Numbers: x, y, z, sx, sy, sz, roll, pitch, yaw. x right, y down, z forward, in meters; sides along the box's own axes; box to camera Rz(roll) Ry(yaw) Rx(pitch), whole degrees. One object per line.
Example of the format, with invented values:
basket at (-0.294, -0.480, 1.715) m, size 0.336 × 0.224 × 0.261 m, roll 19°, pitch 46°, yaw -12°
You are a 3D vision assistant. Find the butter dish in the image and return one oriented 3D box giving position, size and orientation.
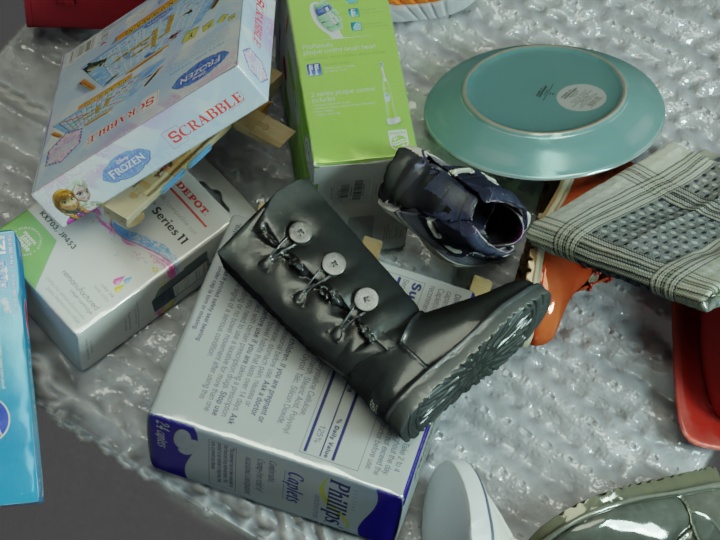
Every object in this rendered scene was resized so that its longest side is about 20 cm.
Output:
butter dish at (0.349, 0.031, 1.591) m, size 0.198 × 0.148 × 0.201 m, roll 5°, pitch 61°, yaw -3°

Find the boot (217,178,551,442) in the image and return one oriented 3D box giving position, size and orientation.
boot at (0.017, 0.006, 1.513) m, size 0.165 × 0.066 × 0.200 m, roll -37°, pitch 65°, yaw -24°

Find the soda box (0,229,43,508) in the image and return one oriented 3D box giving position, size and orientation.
soda box at (-0.277, 0.075, 1.527) m, size 0.067 × 0.064 × 0.201 m, roll -6°, pitch 83°, yaw -6°

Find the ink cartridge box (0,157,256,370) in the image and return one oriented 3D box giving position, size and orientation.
ink cartridge box at (-0.178, -0.029, 1.628) m, size 0.200 × 0.067 × 0.117 m, roll -37°, pitch 69°, yaw -22°

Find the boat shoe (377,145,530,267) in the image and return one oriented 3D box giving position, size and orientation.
boat shoe at (0.094, -0.032, 1.579) m, size 0.092 × 0.200 × 0.075 m, roll 27°, pitch 93°, yaw 31°

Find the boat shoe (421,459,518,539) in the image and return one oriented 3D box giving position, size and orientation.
boat shoe at (0.100, 0.233, 1.515) m, size 0.070 × 0.071 × 0.201 m, roll 7°, pitch 53°, yaw -32°

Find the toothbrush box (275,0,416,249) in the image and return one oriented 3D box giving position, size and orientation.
toothbrush box at (-0.014, -0.134, 1.654) m, size 0.086 × 0.146 × 0.201 m, roll -5°, pitch 62°, yaw -7°

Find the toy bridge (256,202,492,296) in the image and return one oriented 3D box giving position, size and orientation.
toy bridge at (0.000, 0.000, 1.624) m, size 0.199 × 0.067 × 0.027 m, roll 19°, pitch 62°, yaw -3°

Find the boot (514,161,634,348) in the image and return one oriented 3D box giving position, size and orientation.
boot at (0.183, -0.014, 1.648) m, size 0.107 × 0.075 × 0.201 m, roll 22°, pitch 61°, yaw 2°

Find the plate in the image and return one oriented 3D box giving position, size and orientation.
plate at (0.151, -0.140, 1.695) m, size 0.199 × 0.026 × 0.201 m, roll -2°, pitch 37°, yaw 2°

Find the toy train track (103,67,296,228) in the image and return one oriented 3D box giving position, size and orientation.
toy train track at (-0.129, -0.093, 1.614) m, size 0.114 × 0.033 × 0.200 m, roll 30°, pitch 53°, yaw 19°

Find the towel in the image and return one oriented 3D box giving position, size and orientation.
towel at (0.260, -0.041, 1.571) m, size 0.199 × 0.035 × 0.192 m, roll -25°, pitch 31°, yaw -31°

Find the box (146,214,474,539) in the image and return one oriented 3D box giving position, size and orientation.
box at (-0.036, 0.083, 1.556) m, size 0.199 × 0.105 × 0.185 m, roll 18°, pitch 61°, yaw 6°

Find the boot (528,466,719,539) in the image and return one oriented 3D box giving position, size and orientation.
boot at (0.236, 0.253, 1.507) m, size 0.181 × 0.073 × 0.201 m, roll -13°, pitch 69°, yaw -18°

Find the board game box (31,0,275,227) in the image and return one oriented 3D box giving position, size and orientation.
board game box at (-0.155, -0.149, 1.593) m, size 0.199 × 0.041 × 0.200 m, roll -29°, pitch 32°, yaw 22°

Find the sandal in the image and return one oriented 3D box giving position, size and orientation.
sandal at (0.003, -0.252, 1.758) m, size 0.205 × 0.079 × 0.060 m, roll -7°, pitch 65°, yaw -6°

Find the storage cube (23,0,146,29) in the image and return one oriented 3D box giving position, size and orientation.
storage cube at (-0.188, -0.316, 1.714) m, size 0.179 × 0.171 × 0.201 m, roll 1°, pitch 51°, yaw -4°
